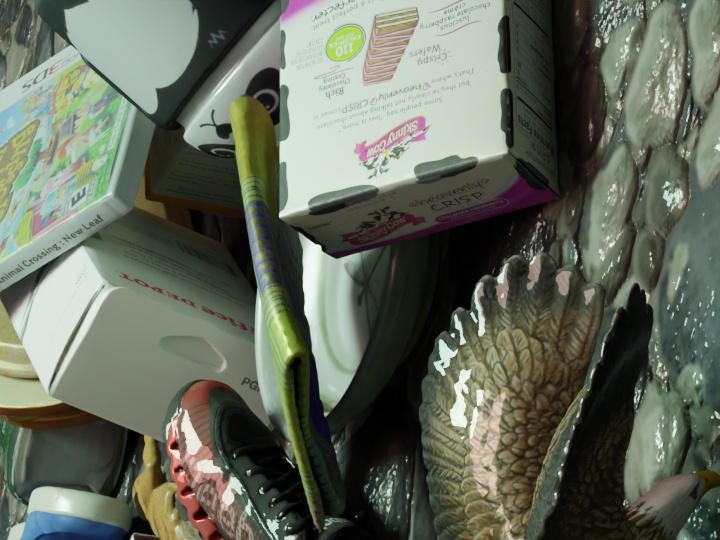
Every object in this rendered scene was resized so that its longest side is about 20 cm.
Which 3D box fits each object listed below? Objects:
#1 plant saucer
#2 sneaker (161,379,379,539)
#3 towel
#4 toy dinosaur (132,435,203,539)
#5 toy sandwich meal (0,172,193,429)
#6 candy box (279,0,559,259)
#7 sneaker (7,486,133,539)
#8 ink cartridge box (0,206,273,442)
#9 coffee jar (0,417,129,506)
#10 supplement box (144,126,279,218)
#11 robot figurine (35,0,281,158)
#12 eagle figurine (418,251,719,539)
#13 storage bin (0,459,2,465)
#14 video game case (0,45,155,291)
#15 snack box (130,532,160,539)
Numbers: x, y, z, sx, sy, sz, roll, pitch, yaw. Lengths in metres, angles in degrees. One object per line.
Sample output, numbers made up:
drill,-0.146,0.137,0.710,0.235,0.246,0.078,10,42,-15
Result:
plant saucer,0.000,0.000,1.594,0.200,0.050,0.201,-170,90,-68
sneaker,-0.040,0.137,1.560,0.098,0.071,0.201,-44,63,40
towel,-0.038,0.017,1.504,0.201,0.023,0.144,-101,0,-45
toy dinosaur,-0.124,0.138,1.820,0.200,0.060,0.107,-142,63,-66
toy sandwich meal,-0.195,0.012,1.949,0.070,0.204,0.206,69,-170,-51
candy box,0.029,-0.120,1.485,0.136,0.061,0.201,-14,60,28
sneaker,-0.210,0.218,1.963,0.200,0.076,0.112,142,140,-64
ink cartridge box,-0.136,0.028,1.768,0.083,0.146,0.200,-60,26,12
coffee jar,-0.223,0.076,2.052,0.200,0.085,0.105,-116,35,-55
supplement box,-0.067,-0.137,1.786,0.200,0.073,0.127,132,143,-52
robot figurine,-0.101,-0.151,1.606,0.125,0.200,0.150,-49,2,0
eagle figurine,0.090,0.105,1.204,0.151,0.201,0.151,-14,19,32
storage bin,-0.345,0.031,2.225,0.094,0.198,0.201,-56,31,36
video game case,-0.192,-0.072,1.781,0.182,0.022,0.201,-29,34,32
snack box,-0.135,0.264,1.834,0.201,0.024,0.072,-105,33,-47
